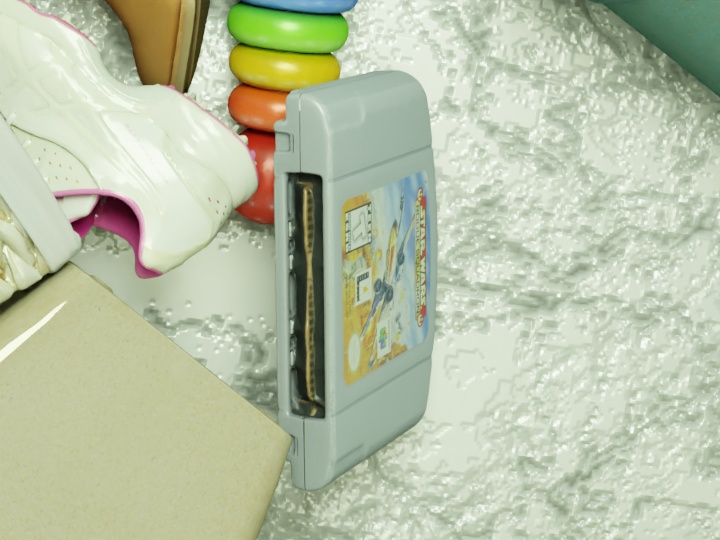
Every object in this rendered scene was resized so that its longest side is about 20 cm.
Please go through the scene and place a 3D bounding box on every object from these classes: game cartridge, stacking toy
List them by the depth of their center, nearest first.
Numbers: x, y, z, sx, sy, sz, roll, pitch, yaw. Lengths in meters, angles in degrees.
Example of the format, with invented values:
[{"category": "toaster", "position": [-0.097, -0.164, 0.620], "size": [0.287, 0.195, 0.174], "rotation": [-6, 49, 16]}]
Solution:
[{"category": "game cartridge", "position": [0.000, 0.000, 0.936], "size": [0.041, 0.133, 0.200], "rotation": [7, 105, 29]}, {"category": "stacking toy", "position": [-0.035, -0.122, 0.939], "size": [0.085, 0.085, 0.200], "rotation": [3, 103, -11]}]

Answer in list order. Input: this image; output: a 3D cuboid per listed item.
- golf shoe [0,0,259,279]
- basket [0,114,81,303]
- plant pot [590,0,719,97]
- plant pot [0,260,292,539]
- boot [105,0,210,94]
[{"category": "golf shoe", "position": [-0.151, -0.072, 0.900], "size": [0.200, 0.075, 0.092], "rotation": [31, 73, 7]}, {"category": "basket", "position": [-0.247, -0.062, 0.836], "size": [0.123, 0.136, 0.200], "rotation": [-39, 119, -18]}, {"category": "plant pot", "position": [0.209, -0.174, 0.924], "size": [0.196, 0.200, 0.200], "rotation": [40, 90, -22]}, {"category": "plant pot", "position": [-0.150, 0.101, 0.895], "size": [0.200, 0.200, 0.177], "rotation": [39, 84, -14]}, {"category": "boot", "position": [-0.156, -0.172, 0.901], "size": [0.155, 0.077, 0.200], "rotation": [0, 131, 3]}]
